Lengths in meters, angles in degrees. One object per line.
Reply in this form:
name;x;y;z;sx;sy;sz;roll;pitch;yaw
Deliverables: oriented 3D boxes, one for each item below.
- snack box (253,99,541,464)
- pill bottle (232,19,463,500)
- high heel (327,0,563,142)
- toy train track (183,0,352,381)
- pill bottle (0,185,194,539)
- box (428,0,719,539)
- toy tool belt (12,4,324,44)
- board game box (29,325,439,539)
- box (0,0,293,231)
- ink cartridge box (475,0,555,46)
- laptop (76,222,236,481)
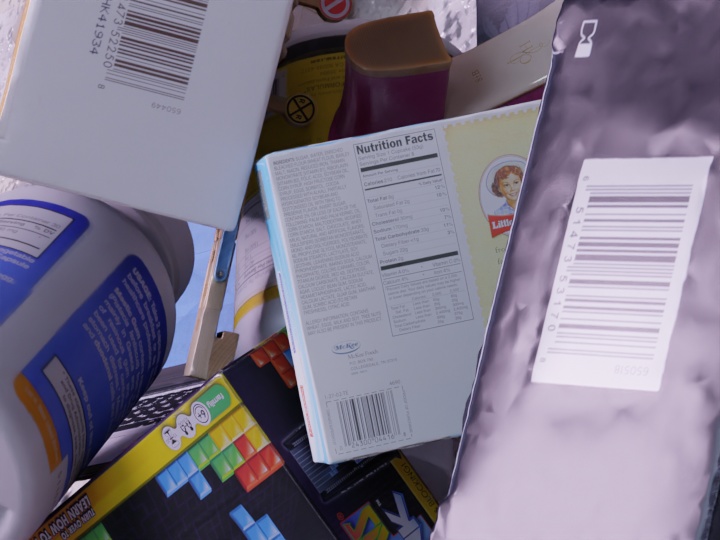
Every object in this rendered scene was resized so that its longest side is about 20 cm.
snack box;0.069;-0.005;0.911;0.037;0.199;0.117;167;91;-80
pill bottle;0.000;0.000;1.065;0.112;0.112;0.201;-23;56;40
high heel;0.085;-0.063;0.989;0.096;0.199;0.068;94;162;-48
toy train track;-0.036;-0.051;1.011;0.115;0.032;0.201;161;122;-79
pill bottle;-0.147;0.032;1.055;0.112;0.112;0.200;-34;11;33
box;0.149;0.031;0.811;0.117;0.199;0.198;2;74;48
toy tool belt;-0.072;-0.143;1.206;0.200;0.123;0.126;-31;51;35
board game box;-0.042;0.136;0.989;0.166;0.057;0.200;54;138;5
box;-0.090;-0.092;0.984;0.200;0.097;0.125;-151;75;-81
ink cartridge box;0.097;-0.104;1.065;0.099;0.039;0.201;-25;54;40
laptop;-0.106;0.016;1.177;0.187;0.200;0.117;-15;99;44
